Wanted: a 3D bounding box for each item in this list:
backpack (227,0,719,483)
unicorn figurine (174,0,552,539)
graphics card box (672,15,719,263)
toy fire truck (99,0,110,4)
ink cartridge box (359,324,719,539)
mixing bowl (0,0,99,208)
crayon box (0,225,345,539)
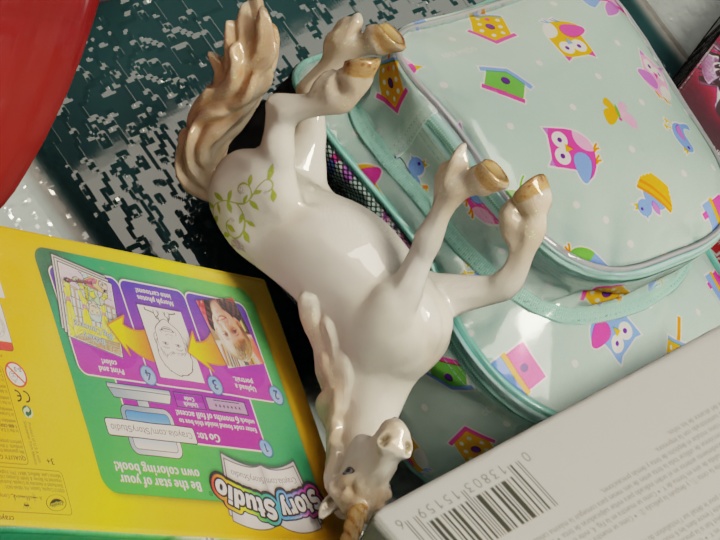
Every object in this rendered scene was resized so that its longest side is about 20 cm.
[{"bbox_3d":[0.063,-0.011,0.928,0.175,0.153,0.201,-21,79,-45],"label":"backpack"},{"bbox_3d":[0.000,0.000,0.833,0.074,0.138,0.200,10,36,-51],"label":"unicorn figurine"},{"bbox_3d":[0.210,-0.064,1.117,0.125,0.051,0.200,42,47,0],"label":"graphics card box"},{"bbox_3d":[-0.105,-0.206,0.992,0.141,0.048,0.201,20,70,-66],"label":"toy fire truck"},{"bbox_3d":[0.122,0.119,0.787,0.199,0.044,0.174,-24,62,-37],"label":"ink cartridge box"},{"bbox_3d":[-0.189,-0.065,0.801,0.199,0.200,0.109,1,96,-31],"label":"mixing bowl"},{"bbox_3d":[-0.096,0.054,0.799,0.200,0.058,0.119,13,51,-52],"label":"crayon box"}]
